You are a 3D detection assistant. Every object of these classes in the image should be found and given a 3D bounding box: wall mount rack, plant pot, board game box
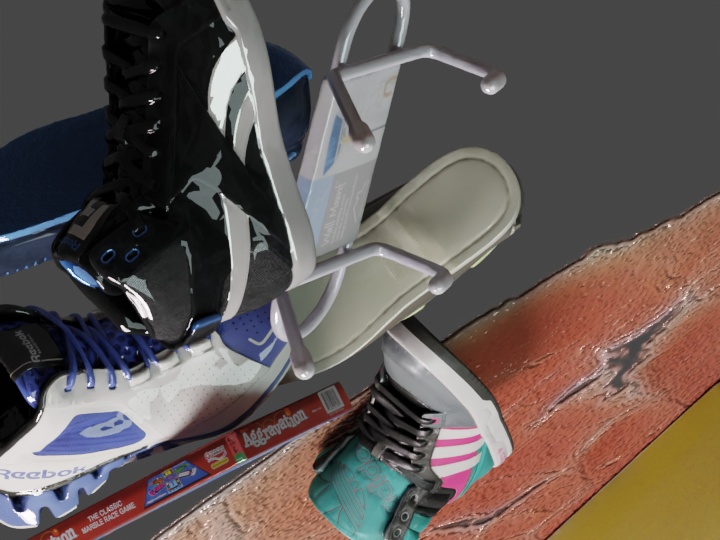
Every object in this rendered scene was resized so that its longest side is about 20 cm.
[{"bbox_3d":[0.001,-0.037,1.166,0.174,0.074,0.200,-26,134,-58],"label":"wall mount rack"},{"bbox_3d":[0.293,0.226,1.806,0.200,0.177,0.200,-44,150,15],"label":"plant pot"},{"bbox_3d":[-0.106,0.117,1.306,0.200,0.019,0.103,-29,175,34],"label":"board game box"}]

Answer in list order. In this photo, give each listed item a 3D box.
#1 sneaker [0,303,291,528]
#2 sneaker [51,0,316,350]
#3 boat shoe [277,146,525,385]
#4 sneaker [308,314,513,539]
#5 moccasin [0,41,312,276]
[{"bbox_3d":[-0.130,0.051,1.225,0.199,0.081,0.115,-33,152,-1],"label":"sneaker"},{"bbox_3d":[-0.093,-0.055,1.036,0.112,0.073,0.200,-35,119,-29],"label":"sneaker"},{"bbox_3d":[0.002,0.003,1.300,0.201,0.072,0.060,-32,173,8],"label":"boat shoe"},{"bbox_3d":[0.019,0.104,1.457,0.121,0.084,0.200,-43,152,-7],"label":"sneaker"},{"bbox_3d":[-0.103,-0.036,1.124,0.200,0.080,0.068,-24,134,-18],"label":"moccasin"}]
